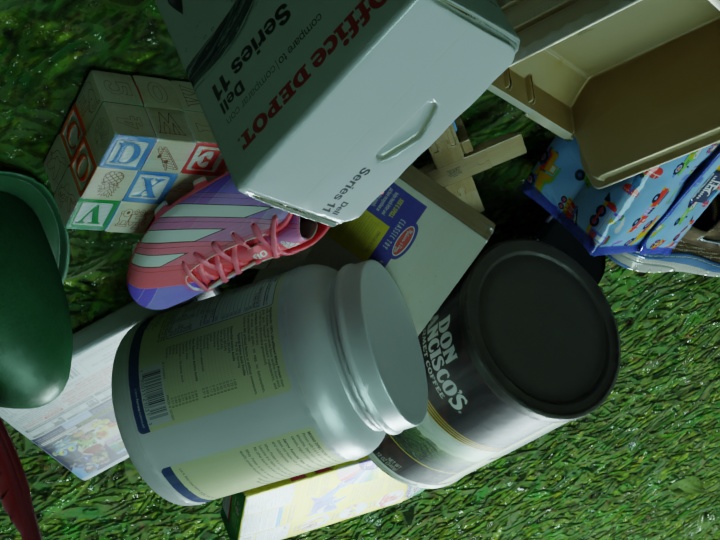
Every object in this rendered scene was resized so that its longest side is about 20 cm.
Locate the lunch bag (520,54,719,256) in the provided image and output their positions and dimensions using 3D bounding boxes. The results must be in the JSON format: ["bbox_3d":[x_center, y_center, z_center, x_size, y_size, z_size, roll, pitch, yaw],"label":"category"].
[{"bbox_3d":[0.250,-0.089,1.078,0.199,0.094,0.151,8,123,-50],"label":"lunch bag"}]

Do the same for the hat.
[{"bbox_3d":[-0.204,0.063,0.837,0.165,0.176,0.201,-35,145,-30],"label":"hat"}]

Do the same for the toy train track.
[{"bbox_3d":[0.055,-0.109,0.975,0.114,0.033,0.200,-22,143,5],"label":"toy train track"}]

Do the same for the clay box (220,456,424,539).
[{"bbox_3d":[-0.024,0.186,1.199,0.198,0.048,0.115,-14,147,-21],"label":"clay box"}]

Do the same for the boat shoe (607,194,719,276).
[{"bbox_3d":[0.315,-0.041,1.221,0.199,0.072,0.073,-6,134,-37],"label":"boat shoe"}]

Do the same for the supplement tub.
[{"bbox_3d":[-0.064,0.080,0.965,0.198,0.146,0.145,-18,151,17],"label":"supplement tub"}]

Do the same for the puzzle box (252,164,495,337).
[{"bbox_3d":[0.000,0.000,1.006,0.200,0.133,0.025,-55,178,38],"label":"puzzle box"}]

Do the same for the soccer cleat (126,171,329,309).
[{"bbox_3d":[-0.070,-0.028,0.837,0.199,0.077,0.067,-38,147,16],"label":"soccer cleat"}]

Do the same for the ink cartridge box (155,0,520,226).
[{"bbox_3d":[-0.026,-0.148,0.696,0.083,0.201,0.147,15,129,-47],"label":"ink cartridge box"}]

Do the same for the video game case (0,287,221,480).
[{"bbox_3d":[-0.184,0.090,1.088,0.199,0.023,0.183,-29,148,0],"label":"video game case"}]

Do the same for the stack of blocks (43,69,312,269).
[{"bbox_3d":[-0.106,-0.063,0.891,0.199,0.059,0.115,3,138,-39],"label":"stack of blocks"}]

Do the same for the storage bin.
[{"bbox_3d":[0.171,-0.151,0.884,0.198,0.095,0.199,-23,152,35],"label":"storage bin"}]

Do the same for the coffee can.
[{"bbox_3d":[0.095,0.082,1.083,0.145,0.148,0.200,-4,159,-32],"label":"coffee can"}]

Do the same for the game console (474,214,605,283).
[{"bbox_3d":[0.133,-0.002,1.193,0.174,0.117,0.201,2,149,11],"label":"game console"}]
